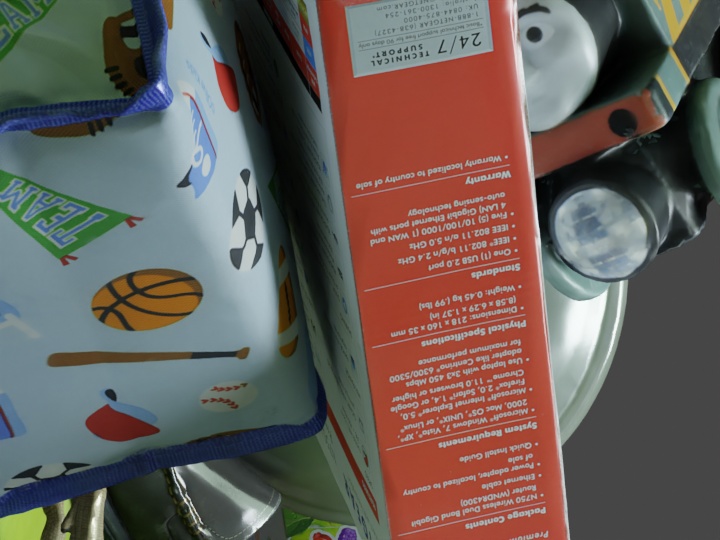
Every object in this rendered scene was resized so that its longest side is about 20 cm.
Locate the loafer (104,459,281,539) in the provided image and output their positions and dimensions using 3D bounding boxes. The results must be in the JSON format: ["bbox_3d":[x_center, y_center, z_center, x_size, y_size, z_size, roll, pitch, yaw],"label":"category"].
[{"bbox_3d":[-0.065,0.085,1.028,0.073,0.072,0.201,-75,161,-61],"label":"loafer"}]

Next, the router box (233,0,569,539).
[{"bbox_3d":[0.000,-0.033,0.742,0.200,0.049,0.180,-117,-163,-61],"label":"router box"}]

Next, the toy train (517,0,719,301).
[{"bbox_3d":[0.081,-0.075,0.795,0.114,0.085,0.200,58,32,-15],"label":"toy train"}]

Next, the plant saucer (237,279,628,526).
[{"bbox_3d":[0.000,0.000,1.024,0.050,0.199,0.201,-5,93,-75],"label":"plant saucer"}]

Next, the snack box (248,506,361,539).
[{"bbox_3d":[-0.015,0.091,1.157,0.169,0.067,0.201,103,-21,-67],"label":"snack box"}]

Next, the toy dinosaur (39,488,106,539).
[{"bbox_3d":[-0.099,0.044,0.815,0.200,0.058,0.101,124,-26,-58],"label":"toy dinosaur"}]

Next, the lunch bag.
[{"bbox_3d":[-0.093,-0.065,0.691,0.170,0.123,0.201,72,5,-59],"label":"lunch bag"}]
